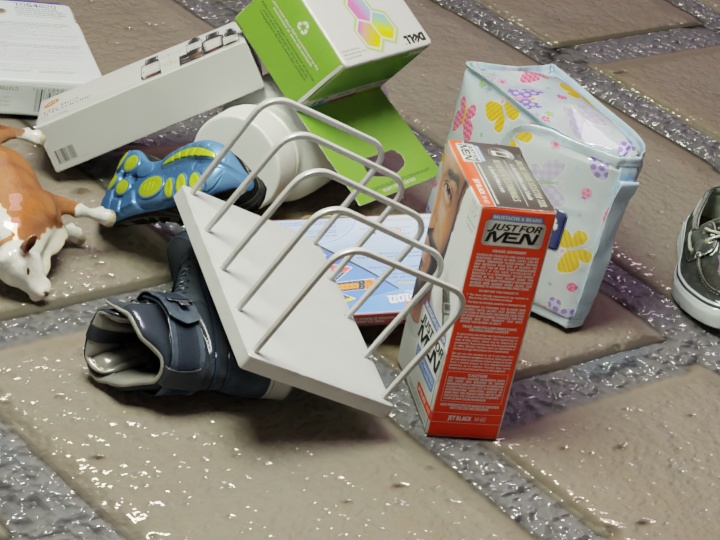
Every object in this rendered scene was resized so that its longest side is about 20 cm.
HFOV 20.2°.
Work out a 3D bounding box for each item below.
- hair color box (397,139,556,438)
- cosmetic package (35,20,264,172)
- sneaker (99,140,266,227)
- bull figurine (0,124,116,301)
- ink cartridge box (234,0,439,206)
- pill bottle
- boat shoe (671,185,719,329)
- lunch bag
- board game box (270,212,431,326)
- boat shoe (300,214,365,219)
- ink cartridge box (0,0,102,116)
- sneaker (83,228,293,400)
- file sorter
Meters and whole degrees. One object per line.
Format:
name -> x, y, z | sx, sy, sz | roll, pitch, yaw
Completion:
hair color box -> 0.085, 0.015, 1.537 | 0.064, 0.200, 0.111 | 5, 28, -15
cosmetic package -> -0.187, -0.157, 1.792 | 0.200, 0.051, 0.083 | -22, 20, 3
sneaker -> -0.151, -0.060, 1.674 | 0.083, 0.071, 0.200 | 33, -23, -32
bull figurine -> -0.279, -0.056, 1.645 | 0.121, 0.065, 0.200 | 3, 39, -49
ink cartridge box -> 0.004, -0.171, 1.779 | 0.200, 0.076, 0.148 | 56, 35, 7
pill bottle -> -0.064, -0.125, 1.828 | 0.114, 0.114, 0.200 | 23, 29, 19
boat shoe -> 0.322, -0.017, 1.835 | 0.072, 0.071, 0.200 | 10, 28, -5
lunch bag -> 0.154, -0.069, 1.755 | 0.127, 0.170, 0.200 | -2, 32, -32
board game box -> 0.000, 0.000, 1.649 | 0.200, 0.019, 0.103 | -3, 51, -7
boat shoe -> 0.033, -0.017, 1.721 | 0.200, 0.063, 0.073 | 16, 28, 6
ink cartridge box -> -0.358, -0.207, 1.935 | 0.199, 0.041, 0.200 | 2, 29, -20
sneaker -> -0.150, 0.027, 1.549 | 0.146, 0.077, 0.202 | 0, 31, -28
file sorter -> -0.028, -0.016, 1.513 | 0.139, 0.125, 0.200 | 23, 28, -36
